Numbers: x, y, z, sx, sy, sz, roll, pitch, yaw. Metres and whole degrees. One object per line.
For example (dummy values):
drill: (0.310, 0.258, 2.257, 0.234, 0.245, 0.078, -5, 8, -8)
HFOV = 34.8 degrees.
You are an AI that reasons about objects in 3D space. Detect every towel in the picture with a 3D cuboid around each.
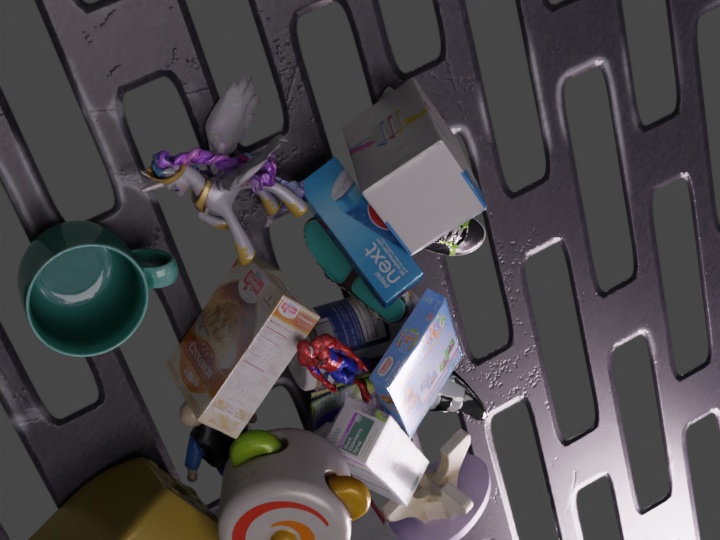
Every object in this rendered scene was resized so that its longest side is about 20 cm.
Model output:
towel: (-0.009, 0.227, 1.734, 0.142, 0.023, 0.202, -18, 141, -15)

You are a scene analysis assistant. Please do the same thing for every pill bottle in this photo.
pill bottle: (-0.006, 0.094, 1.660, 0.197, 0.111, 0.113, -15, 119, -20)

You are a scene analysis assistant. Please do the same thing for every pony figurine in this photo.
pony figurine: (-0.160, -0.122, 1.472, 0.192, 0.167, 0.200, -39, 133, 12)

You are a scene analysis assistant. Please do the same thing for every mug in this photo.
mug: (-0.341, 0.020, 1.457, 0.183, 0.114, 0.154, 18, 104, -32)

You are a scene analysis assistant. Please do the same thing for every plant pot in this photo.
plant pot: (-0.309, 0.385, 1.607, 0.201, 0.195, 0.194, -52, 125, -7)

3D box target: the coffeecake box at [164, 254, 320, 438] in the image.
coffeecake box: (-0.163, 0.096, 1.558, 0.073, 0.153, 0.201, 31, 97, -35)

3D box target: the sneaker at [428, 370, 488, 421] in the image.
sneaker: (0.115, 0.187, 1.792, 0.199, 0.074, 0.089, 41, 92, -25)

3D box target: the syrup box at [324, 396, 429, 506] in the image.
syrup box: (0.025, 0.267, 1.682, 0.079, 0.081, 0.200, -61, 150, -17)

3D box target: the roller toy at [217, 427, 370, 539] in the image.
roller toy: (-0.099, 0.323, 1.560, 0.197, 0.141, 0.184, 17, 121, -11)

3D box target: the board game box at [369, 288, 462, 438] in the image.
board game box: (0.082, 0.135, 1.628, 0.152, 0.036, 0.201, -55, 156, -17)

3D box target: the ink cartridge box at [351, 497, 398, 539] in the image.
ink cartridge box: (-0.006, 0.466, 1.781, 0.143, 0.146, 0.201, -30, 144, -13)

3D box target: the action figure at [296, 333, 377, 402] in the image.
action figure: (-0.027, 0.130, 1.553, 0.065, 0.052, 0.199, -35, 144, 17)

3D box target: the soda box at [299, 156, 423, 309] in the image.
soda box: (-0.001, -0.050, 1.555, 0.067, 0.064, 0.201, -36, 82, -6)

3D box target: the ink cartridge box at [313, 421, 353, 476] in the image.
ink cartridge box: (-0.084, 0.341, 1.742, 0.197, 0.043, 0.201, -37, 143, -5)

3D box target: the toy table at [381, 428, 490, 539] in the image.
toy table: (0.115, 0.344, 1.812, 0.201, 0.182, 0.118, -52, 143, -27)

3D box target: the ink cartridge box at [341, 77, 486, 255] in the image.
ink cartridge box: (0.067, -0.147, 1.545, 0.124, 0.201, 0.129, -32, 125, 12)

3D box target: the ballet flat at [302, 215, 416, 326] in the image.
ballet flat: (0.000, 0.000, 1.618, 0.200, 0.064, 0.076, 46, 114, 7)

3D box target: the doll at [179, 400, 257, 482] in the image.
doll: (-0.199, 0.260, 1.680, 0.136, 0.048, 0.201, -39, 124, -6)

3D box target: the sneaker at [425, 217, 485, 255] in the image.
sneaker: (0.106, -0.053, 1.664, 0.197, 0.083, 0.073, 12, 108, -30)
